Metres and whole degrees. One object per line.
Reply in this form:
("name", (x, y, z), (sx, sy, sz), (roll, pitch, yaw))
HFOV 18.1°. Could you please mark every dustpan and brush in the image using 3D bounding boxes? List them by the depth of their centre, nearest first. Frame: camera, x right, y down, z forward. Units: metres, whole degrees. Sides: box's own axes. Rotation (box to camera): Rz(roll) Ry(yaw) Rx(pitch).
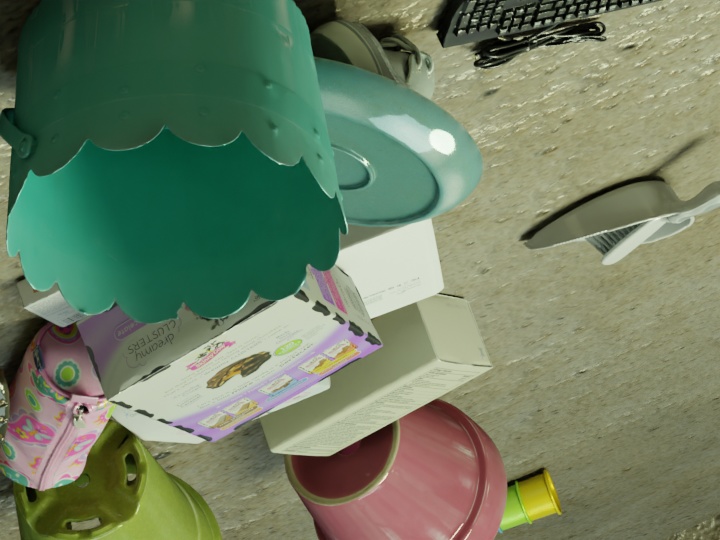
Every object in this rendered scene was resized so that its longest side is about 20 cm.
("dustpan and brush", (0.253, -0.047, 1.958), (0.139, 0.058, 0.200), (-4, 155, -41))

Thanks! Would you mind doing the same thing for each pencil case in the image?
("pencil case", (-0.241, 0.108, 1.822), (0.087, 0.088, 0.200), (-11, 159, -26))

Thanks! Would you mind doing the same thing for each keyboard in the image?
("keyboard", (0.145, -0.179, 1.543), (0.199, 0.021, 0.127), (-14, 160, -19))

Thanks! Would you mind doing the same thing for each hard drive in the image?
("hard drive", (0.000, 0.000, 1.874), (0.131, 0.026, 0.200), (-21, 161, -1))

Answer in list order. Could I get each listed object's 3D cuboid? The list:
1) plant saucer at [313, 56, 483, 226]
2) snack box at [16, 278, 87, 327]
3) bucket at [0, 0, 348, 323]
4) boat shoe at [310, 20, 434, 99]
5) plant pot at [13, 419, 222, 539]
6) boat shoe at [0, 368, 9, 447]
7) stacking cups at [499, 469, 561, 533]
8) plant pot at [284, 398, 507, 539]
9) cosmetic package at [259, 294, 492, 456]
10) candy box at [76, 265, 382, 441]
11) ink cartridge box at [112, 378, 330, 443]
("plant saucer", (-0.019, -0.077, 1.470), (0.199, 0.028, 0.200), (13, 156, 6))
("snack box", (-0.152, -0.013, 1.677), (0.199, 0.024, 0.072), (-24, 160, 10))
("bucket", (-0.111, -0.074, 1.312), (0.205, 0.136, 0.208), (-4, 150, -3))
("boat shoe", (0.013, -0.123, 1.507), (0.071, 0.070, 0.201), (-43, 159, -9))
("plant pot", (-0.234, 0.226, 2.047), (0.199, 0.201, 0.190), (-19, 149, -6))
("boat shoe", (-0.344, 0.141, 1.830), (0.075, 0.074, 0.201), (9, 128, -31))
("stacking cups", (0.152, 0.310, 2.867), (0.199, 0.061, 0.061), (-19, 162, 10))
("plant pot", (0.020, 0.201, 2.231), (0.199, 0.201, 0.179), (-26, 145, 16))
("cosmetic package", (0.008, 0.098, 2.080), (0.199, 0.074, 0.103), (-31, 159, 26))
("candy box", (-0.097, 0.049, 1.735), (0.167, 0.072, 0.200), (-30, 159, 11))
("ink cartridge box", (-0.146, 0.101, 1.932), (0.162, 0.057, 0.199), (-23, 166, 31))
